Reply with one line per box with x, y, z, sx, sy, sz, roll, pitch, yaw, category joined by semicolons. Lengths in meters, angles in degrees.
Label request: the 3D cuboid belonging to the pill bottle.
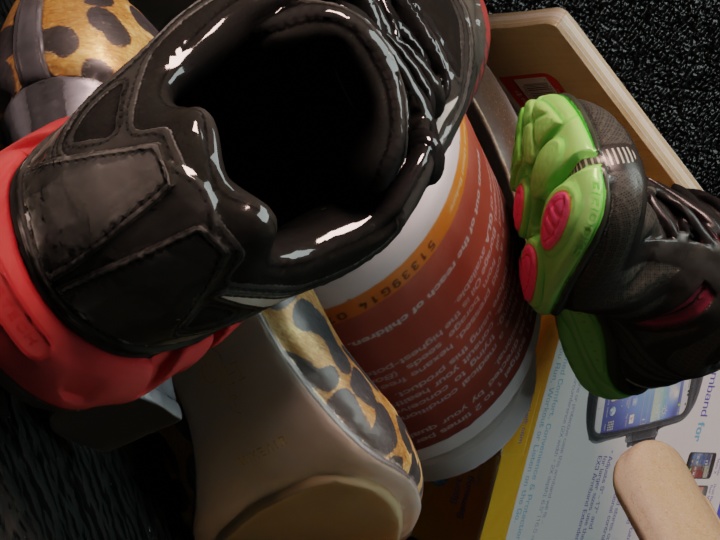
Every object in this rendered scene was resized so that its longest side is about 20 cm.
0.000;0.000;0.786;0.200;0.112;0.113;57;14;-60;pill bottle

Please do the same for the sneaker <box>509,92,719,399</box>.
0.100;-0.011;0.786;0.200;0.083;0.077;46;39;-69;sneaker

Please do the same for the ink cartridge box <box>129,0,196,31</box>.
-0.068;-0.174;0.871;0.146;0.084;0.201;-63;132;-81;ink cartridge box

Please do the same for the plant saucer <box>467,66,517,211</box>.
0.023;-0.043;1.007;0.200;0.032;0.201;42;-34;37;plant saucer

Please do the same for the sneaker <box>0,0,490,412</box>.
-0.010;-0.038;0.551;0.071;0.098;0.200;57;40;-4;sneaker

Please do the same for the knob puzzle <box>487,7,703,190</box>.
0.077;-0.052;1.058;0.031;0.219;0.220;-55;142;-24;knob puzzle

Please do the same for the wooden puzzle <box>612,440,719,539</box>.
0.140;0.166;0.685;0.200;0.037;0.185;53;8;-50;wooden puzzle

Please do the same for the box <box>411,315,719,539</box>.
0.106;0.059;0.961;0.200;0.041;0.120;7;99;-53;box

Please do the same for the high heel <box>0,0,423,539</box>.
-0.035;0.001;0.654;0.200;0.071;0.143;41;34;-58;high heel
